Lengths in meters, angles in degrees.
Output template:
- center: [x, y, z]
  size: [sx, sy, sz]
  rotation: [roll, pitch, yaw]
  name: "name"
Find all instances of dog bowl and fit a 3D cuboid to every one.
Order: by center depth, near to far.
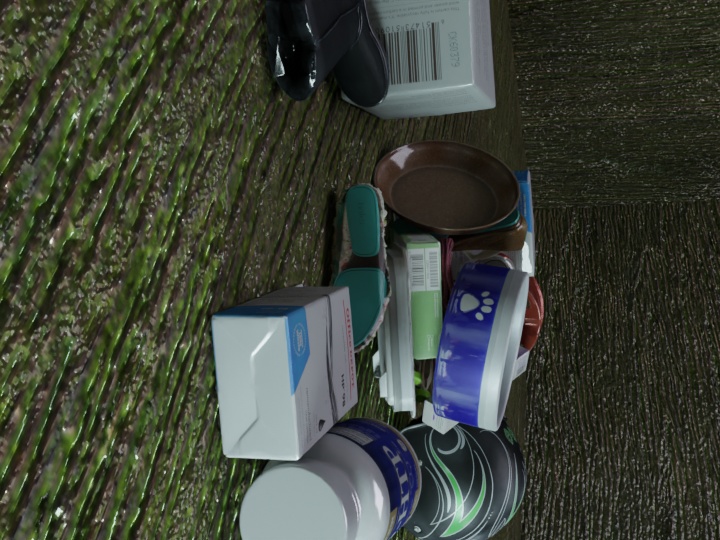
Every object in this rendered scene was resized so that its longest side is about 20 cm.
- center: [0.152, 0.093, 0.987]
  size: [0.200, 0.079, 0.201]
  rotation: [11, 90, -75]
  name: "dog bowl"

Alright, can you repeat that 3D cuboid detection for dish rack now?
- center: [0.036, 0.069, 0.978]
  size: [0.172, 0.043, 0.201]
  rotation: [-119, -155, -82]
  name: "dish rack"

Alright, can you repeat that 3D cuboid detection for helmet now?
- center: [0.140, 0.298, 1.144]
  size: [0.200, 0.199, 0.191]
  rotation: [5, 66, -73]
  name: "helmet"

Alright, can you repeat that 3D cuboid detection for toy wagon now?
- center: [0.093, 0.125, 1.232]
  size: [0.200, 0.039, 0.156]
  rotation: [64, 29, -55]
  name: "toy wagon"

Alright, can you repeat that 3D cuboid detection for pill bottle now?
- center: [-0.023, 0.199, 0.696]
  size: [0.200, 0.119, 0.120]
  rotation: [10, 78, -73]
  name: "pill bottle"

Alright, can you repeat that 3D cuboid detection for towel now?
- center: [0.113, 0.072, 1.094]
  size: [0.144, 0.023, 0.200]
  rotation: [-86, 177, -47]
  name: "towel"

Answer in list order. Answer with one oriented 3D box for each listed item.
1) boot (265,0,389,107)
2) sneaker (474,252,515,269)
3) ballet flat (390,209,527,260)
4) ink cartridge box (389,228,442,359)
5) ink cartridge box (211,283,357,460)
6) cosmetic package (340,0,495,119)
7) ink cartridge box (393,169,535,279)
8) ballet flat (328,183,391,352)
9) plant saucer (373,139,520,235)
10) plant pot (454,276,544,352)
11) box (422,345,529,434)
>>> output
- center: [-0.029, -0.218, 0.814]
  size: [0.200, 0.065, 0.165]
  rotation: [-70, 144, -58]
  name: "boot"
- center: [0.175, 0.071, 1.146]
  size: [0.082, 0.078, 0.201]
  rotation: [-56, 163, -78]
  name: "sneaker"
- center: [0.141, -0.044, 1.124]
  size: [0.068, 0.199, 0.072]
  rotation: [-69, 145, -44]
  name: "ballet flat"
- center: [0.072, 0.022, 1.049]
  size: [0.200, 0.048, 0.146]
  rotation: [-101, -173, -81]
  name: "ink cartridge box"
- center: [-0.053, 0.077, 0.699]
  size: [0.200, 0.066, 0.116]
  rotation: [-24, 111, -72]
  name: "ink cartridge box"
- center: [0.077, -0.292, 1.007]
  size: [0.200, 0.164, 0.166]
  rotation: [-13, 100, -74]
  name: "cosmetic package"
- center: [0.158, -0.067, 1.193]
  size: [0.086, 0.199, 0.147]
  rotation: [-56, 141, -65]
  name: "ink cartridge box"
- center: [0.000, 0.000, 0.888]
  size: [0.064, 0.075, 0.201]
  rotation: [88, 9, -72]
  name: "ballet flat"
- center: [0.116, -0.108, 1.082]
  size: [0.201, 0.200, 0.037]
  rotation: [-73, 172, -47]
  name: "plant saucer"
- center: [0.211, 0.073, 1.300]
  size: [0.195, 0.200, 0.202]
  rotation: [-26, 113, -82]
  name: "plant pot"
- center: [0.165, 0.159, 1.109]
  size: [0.200, 0.039, 0.042]
  rotation: [-28, 132, -39]
  name: "box"
